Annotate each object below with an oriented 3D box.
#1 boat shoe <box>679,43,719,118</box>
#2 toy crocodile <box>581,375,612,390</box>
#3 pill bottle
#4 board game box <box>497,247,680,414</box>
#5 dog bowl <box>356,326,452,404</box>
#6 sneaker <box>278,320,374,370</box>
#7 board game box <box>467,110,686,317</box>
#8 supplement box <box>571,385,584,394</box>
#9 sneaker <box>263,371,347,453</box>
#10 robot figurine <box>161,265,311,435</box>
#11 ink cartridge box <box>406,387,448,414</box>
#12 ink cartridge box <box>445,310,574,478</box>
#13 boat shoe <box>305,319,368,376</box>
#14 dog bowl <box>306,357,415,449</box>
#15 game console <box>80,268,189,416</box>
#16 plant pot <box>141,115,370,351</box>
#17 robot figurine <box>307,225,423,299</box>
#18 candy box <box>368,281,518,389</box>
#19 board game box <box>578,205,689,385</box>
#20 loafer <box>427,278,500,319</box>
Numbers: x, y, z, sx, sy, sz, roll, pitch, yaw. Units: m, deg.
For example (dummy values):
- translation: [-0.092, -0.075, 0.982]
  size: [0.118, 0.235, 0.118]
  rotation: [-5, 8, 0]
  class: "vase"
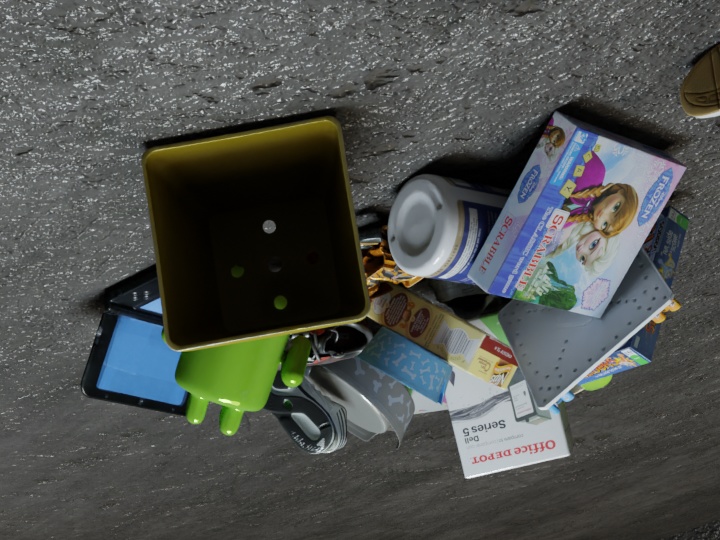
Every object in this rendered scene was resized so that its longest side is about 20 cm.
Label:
- translation: [0.401, -0.197, 1.321]
  size: [0.199, 0.072, 0.069]
  rotation: [-28, 149, 37]
  class: "boat shoe"
- translation: [0.268, 0.066, 1.781]
  size: [0.061, 0.202, 0.068]
  rotation: [-19, -163, 10]
  class: "toy crocodile"
- translation: [0.138, -0.039, 1.547]
  size: [0.198, 0.112, 0.111]
  rotation: [8, 152, -36]
  class: "pill bottle"
- translation: [0.264, 0.048, 1.628]
  size: [0.200, 0.201, 0.026]
  rotation: [-43, 119, 15]
  class: "board game box"
- translation: [0.060, 0.115, 1.689]
  size: [0.111, 0.050, 0.200]
  rotation: [29, 178, 10]
  class: "dog bowl"
- translation: [-0.073, 0.085, 1.717]
  size: [0.198, 0.078, 0.082]
  rotation: [-9, -174, -18]
  class: "sneaker"
- translation: [0.236, -0.054, 1.498]
  size: [0.198, 0.041, 0.201]
  rotation: [11, 113, -42]
  class: "board game box"
- translation: [0.240, 0.122, 1.883]
  size: [0.199, 0.127, 0.073]
  rotation: [-29, 177, 12]
  class: "supplement box"
- translation: [-0.090, 0.169, 1.871]
  size: [0.076, 0.201, 0.115]
  rotation: [-41, 159, 8]
  class: "sneaker"
- translation: [-0.147, 0.087, 1.630]
  size: [0.174, 0.202, 0.116]
  rotation: [19, -177, -6]
  class: "robot figurine"
- translation: [0.118, 0.142, 2.014]
  size: [0.198, 0.088, 0.146]
  rotation: [-8, 157, -7]
  class: "ink cartridge box"
- translation: [0.186, 0.156, 1.814]
  size: [0.144, 0.202, 0.084]
  rotation: [-14, 179, 12]
  class: "ink cartridge box"
- translation: [-0.073, 0.104, 1.794]
  size: [0.198, 0.066, 0.075]
  rotation: [-20, 160, -28]
  class: "boat shoe"
- translation: [-0.010, 0.162, 1.909]
  size: [0.059, 0.199, 0.201]
  rotation: [-50, 164, -20]
  class: "dog bowl"
- translation: [-0.220, 0.089, 1.708]
  size: [0.175, 0.118, 0.199]
  rotation: [-23, 155, 31]
  class: "game console"
- translation: [-0.097, -0.021, 1.411]
  size: [0.198, 0.202, 0.176]
  rotation: [-10, 169, 2]
  class: "plant pot"
- translation: [0.000, 0.000, 1.640]
  size: [0.144, 0.059, 0.199]
  rotation: [10, 158, -40]
  class: "robot figurine"
- translation: [0.092, 0.073, 1.721]
  size: [0.199, 0.056, 0.115]
  rotation: [29, 180, 34]
  class: "candy box"
- translation: [0.317, 0.031, 1.661]
  size: [0.034, 0.201, 0.135]
  rotation: [32, 150, -18]
  class: "board game box"
- translation: [0.133, 0.031, 1.764]
  size: [0.069, 0.071, 0.200]
  rotation: [-18, 160, 21]
  class: "loafer"
